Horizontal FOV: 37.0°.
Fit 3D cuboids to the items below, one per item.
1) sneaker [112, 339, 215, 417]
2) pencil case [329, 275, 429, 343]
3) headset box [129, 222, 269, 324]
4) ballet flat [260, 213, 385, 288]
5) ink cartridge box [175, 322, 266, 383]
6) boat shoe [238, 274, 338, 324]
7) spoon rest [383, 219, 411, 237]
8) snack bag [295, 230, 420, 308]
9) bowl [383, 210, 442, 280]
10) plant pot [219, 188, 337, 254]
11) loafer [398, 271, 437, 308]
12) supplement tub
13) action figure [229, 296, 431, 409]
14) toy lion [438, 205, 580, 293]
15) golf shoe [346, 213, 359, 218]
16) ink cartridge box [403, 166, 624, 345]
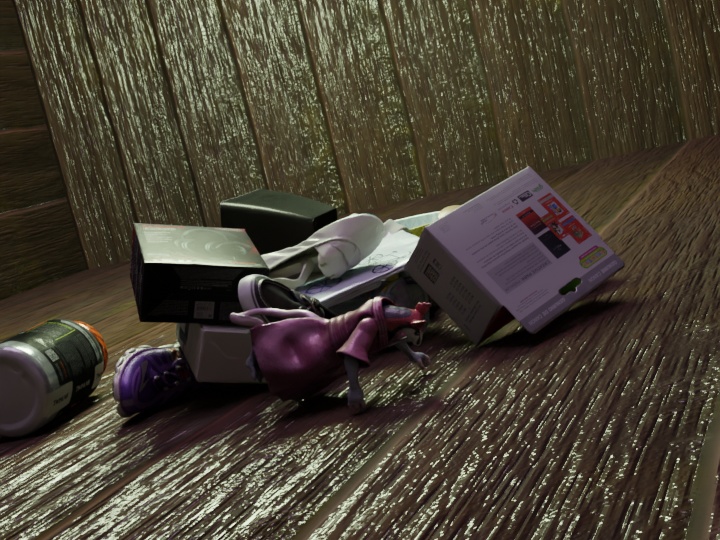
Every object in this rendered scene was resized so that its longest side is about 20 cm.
[{"bbox_3d":[-0.230,0.126,1.352,0.083,0.081,0.200,0,15,34],"label":"sneaker"},{"bbox_3d":[-0.001,0.055,1.407,0.090,0.084,0.199,-3,-2,-40],"label":"pencil case"},{"bbox_3d":[-0.204,-0.001,1.329,0.148,0.078,0.200,3,17,-16],"label":"headset box"},{"bbox_3d":[-0.058,-0.008,1.362,0.199,0.070,0.069,-20,5,22],"label":"ballet flat"},{"bbox_3d":[-0.164,0.075,1.353,0.116,0.068,0.200,4,15,-20],"label":"ink cartridge box"},{"bbox_3d":[-0.066,0.055,1.245,0.056,0.069,0.200,-21,-36,24],"label":"boat shoe"},{"bbox_3d":[0.009,0.001,1.561,0.099,0.061,0.201,26,63,16],"label":"spoon rest"},{"bbox_3d":[0.000,0.000,1.396,0.199,0.022,0.188,-24,13,-11],"label":"snack bag"},{"bbox_3d":[0.079,-0.023,1.740,0.199,0.109,0.200,-14,7,2],"label":"bowl"},{"bbox_3d":[-0.144,-0.044,2.072,0.176,0.202,0.199,2,12,19],"label":"plant pot"},{"bbox_3d":[0.097,0.018,1.557,0.072,0.073,0.200,-10,9,-1],"label":"loafer"},{"bbox_3d":[-0.426,0.137,1.448,0.122,0.124,0.200,-12,8,15],"label":"supplement tub"},{"bbox_3d":[-0.013,0.067,1.137,0.199,0.150,0.134,-27,-3,23],"label":"action figure"},{"bbox_3d":[0.215,-0.027,1.449,0.190,0.069,0.200,-12,34,-3],"label":"toy lion"},{"bbox_3d":[-0.041,-0.022,1.657,0.072,0.092,0.201,-34,-22,-37],"label":"golf shoe"},{"bbox_3d":[0.185,-0.006,1.280,0.199,0.176,0.084,-29,-22,-36],"label":"ink cartridge box"}]
